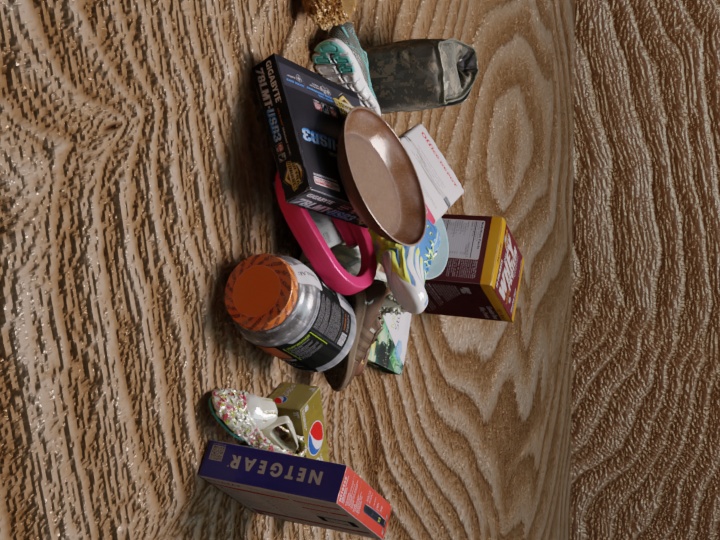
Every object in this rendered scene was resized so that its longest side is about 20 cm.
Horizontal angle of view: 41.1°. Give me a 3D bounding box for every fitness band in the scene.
[{"bbox_3d":[-0.046,-0.061,1.298,0.201,0.037,0.144,59,28,-10],"label":"fitness band"}]

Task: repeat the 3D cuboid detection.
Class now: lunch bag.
[{"bbox_3d":[0.094,-0.324,1.590,0.200,0.163,0.119,-34,120,-60],"label":"lunch bag"}]

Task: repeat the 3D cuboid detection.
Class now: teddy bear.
[{"bbox_3d":[-0.071,-0.435,1.328,0.200,0.066,0.146,58,32,-45],"label":"teddy bear"}]

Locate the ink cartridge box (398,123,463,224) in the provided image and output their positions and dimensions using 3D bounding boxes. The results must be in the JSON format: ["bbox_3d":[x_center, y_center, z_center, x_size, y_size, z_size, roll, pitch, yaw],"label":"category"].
[{"bbox_3d":[0.077,-0.143,1.611,0.145,0.084,0.200,56,33,-8],"label":"ink cartridge box"}]

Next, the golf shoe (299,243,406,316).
[{"bbox_3d":[0.000,0.000,1.448,0.199,0.078,0.098,24,47,-27],"label":"golf shoe"}]

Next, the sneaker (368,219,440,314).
[{"bbox_3d":[0.076,-0.024,1.363,0.201,0.104,0.076,-118,-170,-46],"label":"sneaker"}]

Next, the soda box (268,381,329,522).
[{"bbox_3d":[-0.088,0.268,1.397,0.068,0.063,0.202,-45,135,-57],"label":"soda box"}]

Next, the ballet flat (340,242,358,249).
[{"bbox_3d":[-0.023,0.001,1.505,0.070,0.067,0.201,48,47,-41],"label":"ballet flat"}]

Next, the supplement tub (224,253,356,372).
[{"bbox_3d":[-0.092,0.055,1.275,0.200,0.122,0.124,43,55,-62],"label":"supplement tub"}]

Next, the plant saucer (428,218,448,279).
[{"bbox_3d":[0.074,-0.072,1.678,0.200,0.039,0.202,27,50,-37],"label":"plant saucer"}]

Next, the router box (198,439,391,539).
[{"bbox_3d":[-0.081,0.286,1.245,0.180,0.198,0.049,56,45,-55],"label":"router box"}]

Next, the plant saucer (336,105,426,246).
[{"bbox_3d":[0.023,-0.121,1.292,0.200,0.036,0.202,39,40,-42],"label":"plant saucer"}]

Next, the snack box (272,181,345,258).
[{"bbox_3d":[-0.046,-0.096,1.409,0.117,0.037,0.200,66,27,-2],"label":"snack box"}]

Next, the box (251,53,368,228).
[{"bbox_3d":[-0.049,-0.169,1.292,0.199,0.049,0.200,14,55,-55],"label":"box"}]

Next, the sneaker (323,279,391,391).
[{"bbox_3d":[0.000,0.099,1.417,0.075,0.071,0.201,-10,135,-30],"label":"sneaker"}]

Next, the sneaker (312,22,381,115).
[{"bbox_3d":[-0.007,-0.295,1.477,0.201,0.077,0.092,68,31,-49],"label":"sneaker"}]

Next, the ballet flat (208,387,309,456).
[{"bbox_3d":[-0.129,0.202,1.268,0.200,0.064,0.076,56,10,-50],"label":"ballet flat"}]

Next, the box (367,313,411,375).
[{"bbox_3d":[0.039,0.098,1.700,0.200,0.036,0.146,33,64,-63],"label":"box"}]

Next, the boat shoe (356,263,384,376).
[{"bbox_3d":[0.002,0.074,1.540,0.067,0.072,0.201,33,65,-29],"label":"boat shoe"}]

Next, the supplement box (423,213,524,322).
[{"bbox_3d":[0.185,-0.005,1.815,0.197,0.198,0.134,48,51,-59],"label":"supplement box"}]
